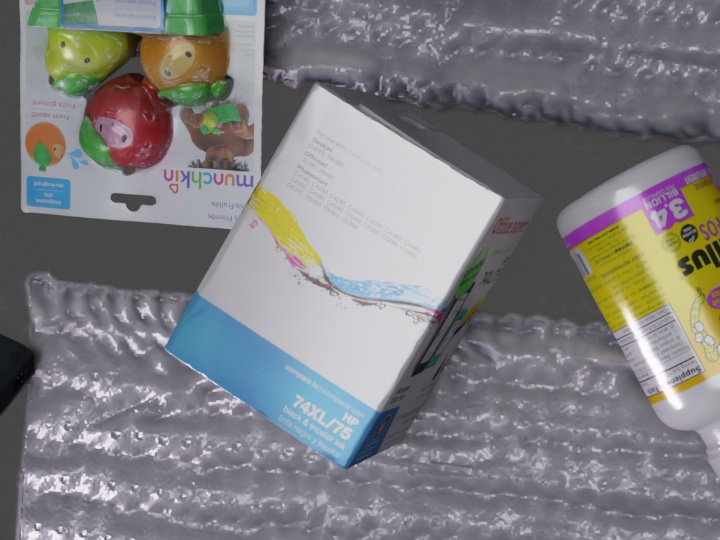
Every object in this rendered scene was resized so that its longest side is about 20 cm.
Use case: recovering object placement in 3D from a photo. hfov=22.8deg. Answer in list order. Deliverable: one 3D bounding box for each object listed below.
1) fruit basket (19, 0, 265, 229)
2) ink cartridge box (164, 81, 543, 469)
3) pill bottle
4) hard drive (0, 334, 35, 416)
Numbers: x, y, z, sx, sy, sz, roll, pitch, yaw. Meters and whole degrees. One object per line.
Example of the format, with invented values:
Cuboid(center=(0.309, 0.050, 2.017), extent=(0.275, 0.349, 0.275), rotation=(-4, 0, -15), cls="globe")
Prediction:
Cuboid(center=(-0.157, -0.132, 1.238), extent=(0.184, 0.094, 0.201), rotation=(6, 97, 15), cls="fruit basket")
Cuboid(center=(0.000, 0.000, 1.171), extent=(0.146, 0.147, 0.201), rotation=(32, 100, 13), cls="ink cartridge box")
Cuboid(center=(0.213, 0.029, 1.135), extent=(0.104, 0.104, 0.201), rotation=(-29, 85, 14), cls="pill bottle")
Cuboid(center=(-0.342, 0.105, 1.257), extent=(0.139, 0.200, 0.033), rotation=(23, 140, 13), cls="hard drive")
